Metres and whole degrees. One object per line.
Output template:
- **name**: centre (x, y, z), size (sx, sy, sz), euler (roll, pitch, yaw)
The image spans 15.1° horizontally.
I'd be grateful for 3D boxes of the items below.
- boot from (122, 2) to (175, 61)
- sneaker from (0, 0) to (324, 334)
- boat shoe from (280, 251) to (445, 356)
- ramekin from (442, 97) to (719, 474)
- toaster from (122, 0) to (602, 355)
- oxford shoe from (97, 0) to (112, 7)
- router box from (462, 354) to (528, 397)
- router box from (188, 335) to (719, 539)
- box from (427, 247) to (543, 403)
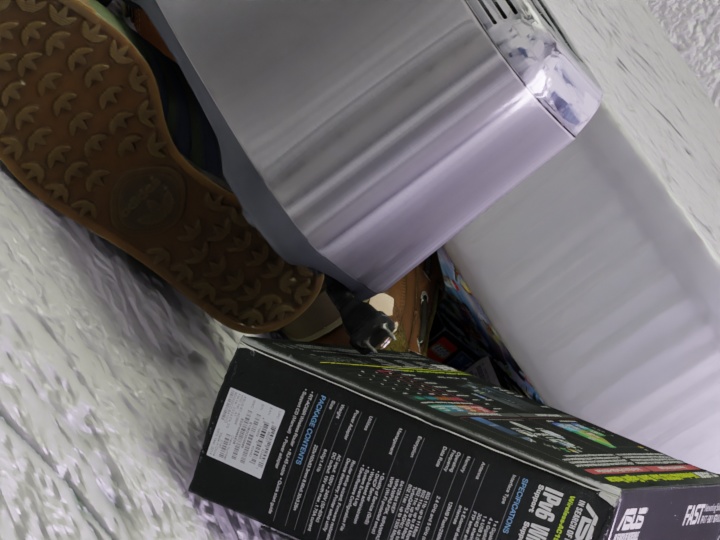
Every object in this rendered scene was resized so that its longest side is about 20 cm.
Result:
- **boot**: centre (-0.075, -0.145, 1.215), size (0.200, 0.076, 0.156), euler (-122, -152, -47)
- **sneaker**: centre (-0.096, -0.058, 1.055), size (0.200, 0.067, 0.090), euler (44, 9, -35)
- **boat shoe**: centre (0.000, 0.000, 1.226), size (0.068, 0.072, 0.200), euler (53, 21, -18)
- **ramekin**: centre (0.117, 0.019, 1.228), size (0.201, 0.097, 0.200), euler (55, 4, -5)
- **toaster**: centre (0.001, -0.084, 1.019), size (0.201, 0.129, 0.114), euler (60, 12, 25)
- **oxford shoe**: centre (-0.141, -0.151, 1.136), size (0.084, 0.073, 0.200), euler (41, 5, -27)
- **router box**: centre (0.101, 0.149, 1.191), size (0.149, 0.051, 0.200), euler (46, 14, -33)
- **router box**: centre (0.045, 0.081, 1.009), size (0.149, 0.062, 0.200), euler (21, 4, 20)
- **box**: centre (0.031, 0.003, 1.366), size (0.137, 0.040, 0.200), euler (40, 17, -45)
